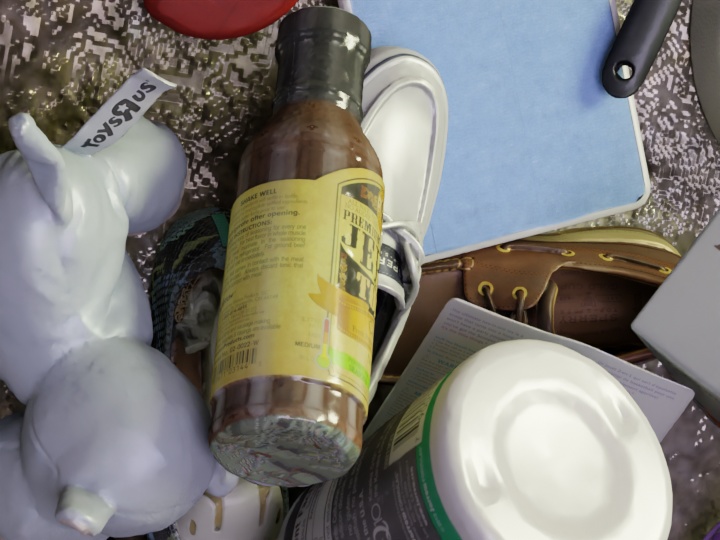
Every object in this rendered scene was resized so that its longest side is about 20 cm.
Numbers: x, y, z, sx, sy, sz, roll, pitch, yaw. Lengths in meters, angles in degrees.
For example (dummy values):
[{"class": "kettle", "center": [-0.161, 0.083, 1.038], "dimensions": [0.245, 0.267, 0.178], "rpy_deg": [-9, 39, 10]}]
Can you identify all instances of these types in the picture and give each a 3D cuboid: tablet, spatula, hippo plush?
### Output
[{"class": "tablet", "center": [0.055, -0.113, 1.213], "dimensions": [0.129, 0.014, 0.202], "rpy_deg": [-14, 99, -15]}, {"class": "spatula", "center": [0.158, -0.169, 1.225], "dimensions": [0.056, 0.021, 0.201], "rpy_deg": [26, 83, 11]}, {"class": "hippo plush", "center": [-0.106, 0.028, 1.107], "dimensions": [0.159, 0.200, 0.162], "rpy_deg": [-25, 86, -48]}]

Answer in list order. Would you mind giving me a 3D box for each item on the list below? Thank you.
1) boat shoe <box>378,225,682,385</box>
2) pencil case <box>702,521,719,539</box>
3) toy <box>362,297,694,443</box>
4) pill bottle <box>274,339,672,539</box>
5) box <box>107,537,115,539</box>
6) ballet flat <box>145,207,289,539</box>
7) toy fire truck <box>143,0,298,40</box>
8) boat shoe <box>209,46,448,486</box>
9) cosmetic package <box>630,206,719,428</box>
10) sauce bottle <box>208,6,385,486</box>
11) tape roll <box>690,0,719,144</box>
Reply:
[{"class": "boat shoe", "center": [0.069, 0.018, 1.237], "dimensions": [0.198, 0.068, 0.073], "rpy_deg": [-5, 105, -17]}, {"class": "pencil case", "center": [0.250, 0.185, 1.322], "dimensions": [0.199, 0.084, 0.085], "rpy_deg": [31, 136, -29]}, {"class": "toy", "center": [0.057, 0.079, 1.212], "dimensions": [0.114, 0.047, 0.201], "rpy_deg": [20, 134, -10]}, {"class": "pill bottle", "center": [0.033, 0.119, 1.133], "dimensions": [0.112, 0.200, 0.114], "rpy_deg": [15, 57, -24]}, {"class": "box", "center": [-0.127, 0.242, 1.207], "dimensions": [0.164, 0.086, 0.200], "rpy_deg": [41, 95, -23]}, {"class": "ballet flat", "center": [-0.063, 0.074, 1.207], "dimensions": [0.074, 0.074, 0.202], "rpy_deg": [-9, 106, -16]}, {"class": "toy fire truck", "center": [-0.110, -0.141, 1.122], "dimensions": [0.175, 0.129, 0.201], "rpy_deg": [29, 111, -19]}, {"class": "boat shoe", "center": [0.000, 0.000, 1.157], "dimensions": [0.073, 0.065, 0.202], "rpy_deg": [20, 84, -29]}, {"class": "cosmetic package", "center": [0.198, 0.050, 1.214], "dimensions": [0.071, 0.101, 0.200], "rpy_deg": [-51, 156, -1]}, {"class": "sauce bottle", "center": [-0.023, -0.015, 1.094], "dimensions": [0.064, 0.065, 0.201], "rpy_deg": [16, 61, -22]}, {"class": "tape roll", "center": [0.253, -0.118, 1.282], "dimensions": [0.201, 0.037, 0.205], "rpy_deg": [-4, 105, -17]}]
